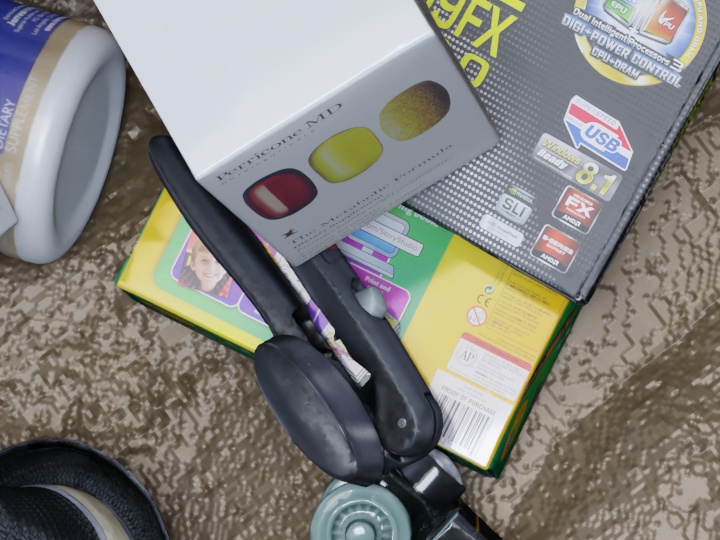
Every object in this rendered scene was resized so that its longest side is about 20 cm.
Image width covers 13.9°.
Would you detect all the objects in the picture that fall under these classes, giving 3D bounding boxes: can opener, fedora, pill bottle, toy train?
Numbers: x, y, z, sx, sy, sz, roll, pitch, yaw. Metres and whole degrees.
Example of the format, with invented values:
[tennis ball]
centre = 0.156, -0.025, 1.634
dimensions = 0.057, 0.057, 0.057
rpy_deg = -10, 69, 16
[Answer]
[can opener]
centre = -0.029, 0.006, 1.330
dimensions = 0.063, 0.079, 0.201
rpy_deg = -32, 71, 9
[fedora]
centre = -0.176, 0.167, 1.331
dimensions = 0.200, 0.091, 0.202
rpy_deg = -11, 70, 32
[pill bottle]
centre = -0.220, -0.083, 1.394
dimensions = 0.199, 0.116, 0.116
rpy_deg = 16, 84, 9
[toy train]
centre = -0.008, 0.177, 1.351
dimensions = 0.114, 0.085, 0.200
rpy_deg = 42, 92, 1

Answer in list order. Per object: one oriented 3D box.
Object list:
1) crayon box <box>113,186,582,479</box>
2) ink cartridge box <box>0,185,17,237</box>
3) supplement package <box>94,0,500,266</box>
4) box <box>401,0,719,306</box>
[crayon box]
centre = 0.000, 0.000, 1.388
dimensions = 0.199, 0.058, 0.119
rpy_deg = 26, 85, 9
[ink cartridge box]
centre = -0.265, -0.072, 1.301
dimensions = 0.145, 0.083, 0.201
rpy_deg = -22, 101, 20
[supplement package]
centre = -0.027, -0.090, 1.221
dimensions = 0.113, 0.200, 0.110
rpy_deg = -32, 77, 4
[box]
centre = 0.055, -0.101, 1.339
dimensions = 0.199, 0.044, 0.161
rpy_deg = 30, 90, 8
